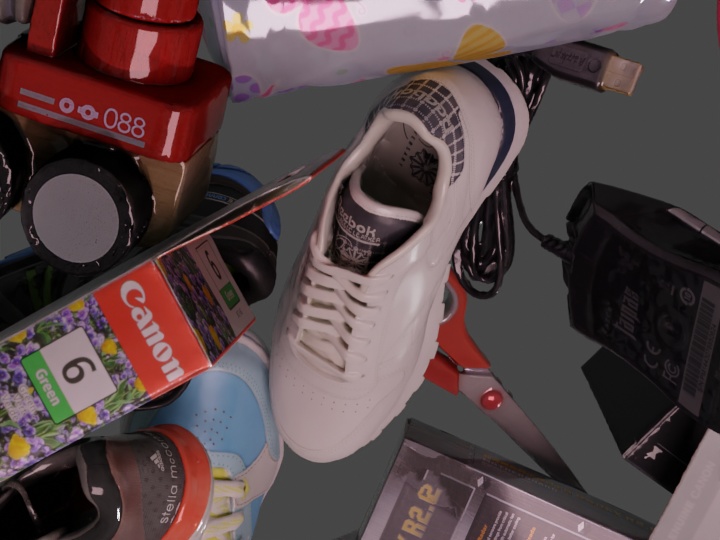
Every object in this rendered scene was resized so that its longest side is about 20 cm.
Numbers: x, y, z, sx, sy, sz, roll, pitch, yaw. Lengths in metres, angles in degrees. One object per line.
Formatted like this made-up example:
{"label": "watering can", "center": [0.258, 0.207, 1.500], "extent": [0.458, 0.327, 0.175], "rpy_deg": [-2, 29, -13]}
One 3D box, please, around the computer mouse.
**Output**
{"label": "computer mouse", "center": [0.123, -0.023, 1.150], "extent": [0.046, 0.199, 0.141], "rpy_deg": [-24, 130, -38]}

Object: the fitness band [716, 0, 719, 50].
{"label": "fitness band", "center": [0.208, -0.071, 1.113], "extent": [0.037, 0.201, 0.144], "rpy_deg": [-12, 155, -24]}

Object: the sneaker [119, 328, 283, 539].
{"label": "sneaker", "center": [-0.069, 0.132, 1.219], "extent": [0.079, 0.131, 0.201], "rpy_deg": [3, 121, -14]}

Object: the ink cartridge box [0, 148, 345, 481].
{"label": "ink cartridge box", "center": [-0.088, 0.024, 1.070], "extent": [0.199, 0.109, 0.051], "rpy_deg": [-28, 94, 10]}

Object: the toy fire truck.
{"label": "toy fire truck", "center": [-0.133, -0.116, 1.023], "extent": [0.175, 0.129, 0.201], "rpy_deg": [18, 112, 9]}

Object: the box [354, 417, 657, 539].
{"label": "box", "center": [0.053, 0.192, 1.268], "extent": [0.158, 0.048, 0.201], "rpy_deg": [23, 98, 0]}

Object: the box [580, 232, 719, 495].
{"label": "box", "center": [0.223, 0.067, 1.275], "extent": [0.200, 0.079, 0.141], "rpy_deg": [36, 105, -30]}

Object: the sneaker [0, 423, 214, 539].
{"label": "sneaker", "center": [-0.153, 0.118, 1.196], "extent": [0.082, 0.077, 0.200], "rpy_deg": [11, 141, -45]}

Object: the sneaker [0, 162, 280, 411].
{"label": "sneaker", "center": [-0.119, 0.029, 1.169], "extent": [0.199, 0.083, 0.071], "rpy_deg": [-32, 125, 10]}

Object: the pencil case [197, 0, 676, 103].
{"label": "pencil case", "center": [0.029, -0.127, 1.099], "extent": [0.199, 0.083, 0.091], "rpy_deg": [-12, 88, -5]}

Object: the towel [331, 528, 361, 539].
{"label": "towel", "center": [0.048, 0.206, 1.306], "extent": [0.146, 0.024, 0.201], "rpy_deg": [-25, 96, 6]}

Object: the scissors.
{"label": "scissors", "center": [0.057, 0.047, 1.263], "extent": [0.199, 0.014, 0.073], "rpy_deg": [32, 110, -27]}

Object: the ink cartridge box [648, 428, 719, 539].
{"label": "ink cartridge box", "center": [0.241, 0.080, 1.222], "extent": [0.199, 0.047, 0.161], "rpy_deg": [16, 118, -15]}

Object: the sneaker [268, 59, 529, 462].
{"label": "sneaker", "center": [0.000, 0.000, 1.163], "extent": [0.076, 0.080, 0.201], "rpy_deg": [27, 117, 12]}
